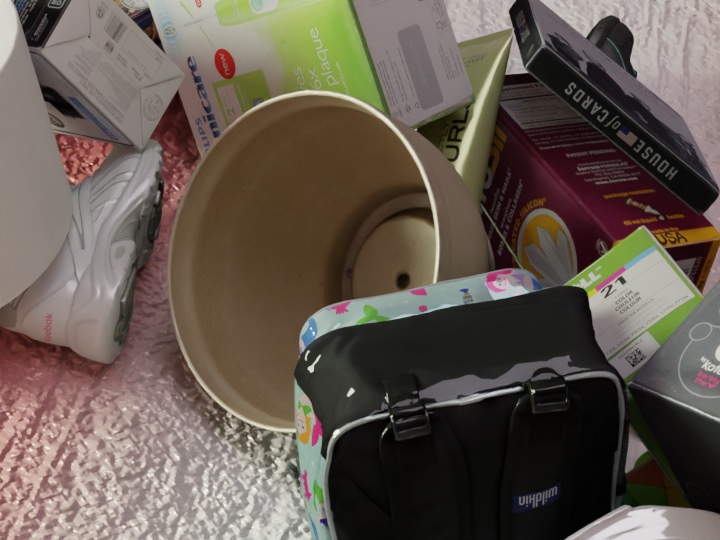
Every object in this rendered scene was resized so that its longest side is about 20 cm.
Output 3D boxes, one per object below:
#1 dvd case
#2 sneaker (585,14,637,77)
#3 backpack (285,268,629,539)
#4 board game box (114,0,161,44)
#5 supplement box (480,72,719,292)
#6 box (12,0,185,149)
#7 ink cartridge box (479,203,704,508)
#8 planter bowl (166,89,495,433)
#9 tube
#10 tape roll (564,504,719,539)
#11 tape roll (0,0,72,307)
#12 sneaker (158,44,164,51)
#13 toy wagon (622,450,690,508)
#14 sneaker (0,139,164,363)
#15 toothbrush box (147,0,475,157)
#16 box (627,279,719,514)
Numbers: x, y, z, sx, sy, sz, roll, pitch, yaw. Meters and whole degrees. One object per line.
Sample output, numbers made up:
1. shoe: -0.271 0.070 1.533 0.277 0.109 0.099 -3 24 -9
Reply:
1. dvd case: 0.165 -0.115 1.501 0.150 0.025 0.200 38 13 -10
2. sneaker: 0.176 -0.118 1.695 0.079 0.076 0.200 34 40 -2
3. backpack: 0.051 0.107 1.224 0.176 0.201 0.151 -12 36 -8
4. board game box: -0.223 -0.210 1.645 0.135 0.035 0.200 -32 49 -8
5. supplement box: 0.140 -0.034 1.517 0.085 0.111 0.200 -8 41 -30
6. box: -0.225 -0.146 1.478 0.199 0.117 0.060 14 68 40
7. ink cartridge box: 0.164 0.037 1.328 0.076 0.148 0.200 -36 41 3
8. planter bowl: 0.000 0.000 1.379 0.200 0.201 0.134 40 17 31
9. tube: 0.056 -0.064 1.493 0.058 0.052 0.202 10 71 7
10. tape roll: 0.155 0.223 1.137 0.201 0.071 0.204 4 67 -10
11. tape roll: -0.283 -0.070 1.350 0.201 0.140 0.204 -7 39 6
12. sneaker: -0.108 -0.193 1.681 0.104 0.076 0.201 -7 44 -29
13. toy wagon: 0.197 0.165 1.332 0.198 0.040 0.156 8 36 -8
14. sneaker: -0.180 -0.027 1.433 0.098 0.078 0.201 10 35 1
15. toothbrush box: -0.037 -0.152 1.507 0.086 0.147 0.199 -25 11 -38
16. box: 0.245 0.107 1.189 0.106 0.201 0.122 -45 36 -19
